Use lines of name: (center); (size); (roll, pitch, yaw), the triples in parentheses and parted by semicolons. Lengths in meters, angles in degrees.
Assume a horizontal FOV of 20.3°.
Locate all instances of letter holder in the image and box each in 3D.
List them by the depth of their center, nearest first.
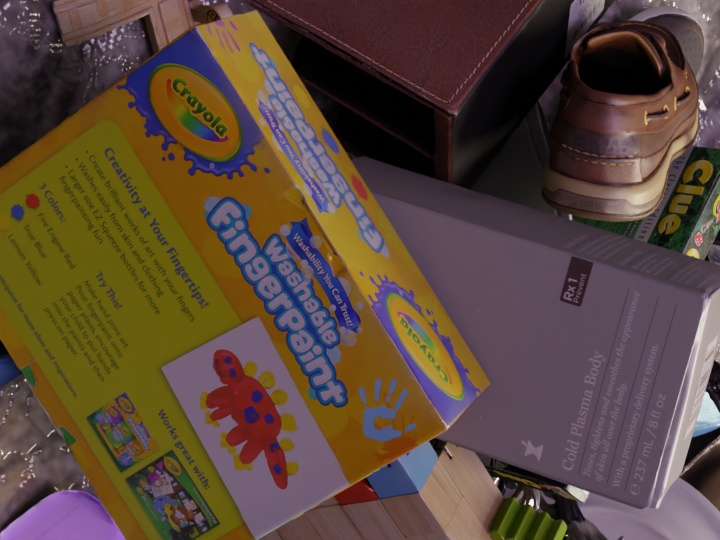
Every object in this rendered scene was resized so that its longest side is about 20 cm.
letter holder: (0.045, -0.159, 1.033); (0.200, 0.142, 0.101); (-52, 163, -20)

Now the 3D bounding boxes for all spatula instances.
spatula: (-0.117, 0.189, 1.053); (0.056, 0.021, 0.200); (-39, 127, -8)

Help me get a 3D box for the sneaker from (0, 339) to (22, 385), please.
sneaker: (-0.230, 0.053, 0.905); (0.200, 0.066, 0.079); (-16, 140, -41)

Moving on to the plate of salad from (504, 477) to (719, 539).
plate of salad: (0.135, 0.204, 1.180); (0.048, 0.199, 0.201); (-11, 117, -78)

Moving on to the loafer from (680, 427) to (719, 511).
loafer: (0.198, 0.165, 1.264); (0.200, 0.071, 0.073); (-41, 125, -21)

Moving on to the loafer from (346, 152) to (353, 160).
loafer: (0.000, 0.000, 1.058); (0.067, 0.076, 0.200); (-48, 128, -5)

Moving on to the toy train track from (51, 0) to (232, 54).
toy train track: (-0.082, -0.100, 0.986); (0.114, 0.032, 0.201); (-29, 121, -29)

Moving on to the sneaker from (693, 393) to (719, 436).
sneaker: (0.159, 0.070, 1.191); (0.199, 0.090, 0.079); (16, 93, -40)

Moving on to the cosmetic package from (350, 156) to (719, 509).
cosmetic package: (0.063, 0.024, 0.933); (0.090, 0.199, 0.107); (-25, 129, -70)

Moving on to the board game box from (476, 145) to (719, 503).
board game box: (0.116, 0.019, 1.043); (0.023, 0.105, 0.201); (42, 70, -38)

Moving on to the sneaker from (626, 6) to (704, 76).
sneaker: (0.151, -0.062, 1.150); (0.077, 0.082, 0.200); (44, 76, -38)

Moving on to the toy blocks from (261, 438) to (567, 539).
toy blocks: (-0.016, 0.110, 1.021); (0.137, 0.199, 0.100); (57, 42, -24)

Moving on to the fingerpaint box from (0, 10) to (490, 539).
fingerpaint box: (-0.067, 0.014, 0.895); (0.200, 0.167, 0.073); (57, 23, 0)

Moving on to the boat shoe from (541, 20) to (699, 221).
boat shoe: (0.138, -0.093, 1.027); (0.200, 0.072, 0.068); (-60, 156, -61)

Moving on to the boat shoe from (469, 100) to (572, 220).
boat shoe: (0.080, -0.031, 1.053); (0.060, 0.075, 0.201); (58, 27, -47)

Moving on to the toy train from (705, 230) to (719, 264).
toy train: (0.297, -0.038, 1.274); (0.200, 0.087, 0.115); (-38, 130, -24)

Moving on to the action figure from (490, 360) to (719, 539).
action figure: (0.100, 0.103, 1.089); (0.200, 0.102, 0.119); (-36, 142, 26)
